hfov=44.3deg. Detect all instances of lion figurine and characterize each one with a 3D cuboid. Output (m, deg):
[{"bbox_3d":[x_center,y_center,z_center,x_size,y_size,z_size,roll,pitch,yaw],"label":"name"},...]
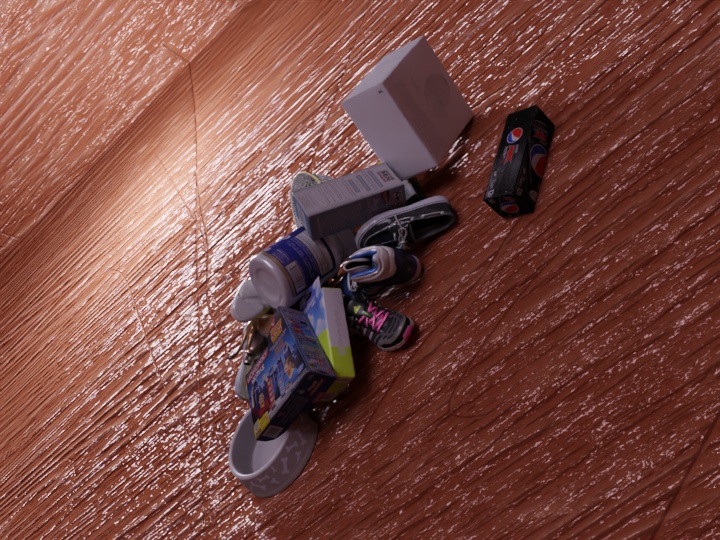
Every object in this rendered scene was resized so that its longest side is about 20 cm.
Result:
[{"bbox_3d":[-0.174,0.113,1.756,0.199,0.073,0.123,-9,60,18],"label":"lion figurine"}]

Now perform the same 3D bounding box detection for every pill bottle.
[{"bbox_3d":[-0.109,-0.021,1.729,0.200,0.120,0.119,-35,21,-31],"label":"pill bottle"}]

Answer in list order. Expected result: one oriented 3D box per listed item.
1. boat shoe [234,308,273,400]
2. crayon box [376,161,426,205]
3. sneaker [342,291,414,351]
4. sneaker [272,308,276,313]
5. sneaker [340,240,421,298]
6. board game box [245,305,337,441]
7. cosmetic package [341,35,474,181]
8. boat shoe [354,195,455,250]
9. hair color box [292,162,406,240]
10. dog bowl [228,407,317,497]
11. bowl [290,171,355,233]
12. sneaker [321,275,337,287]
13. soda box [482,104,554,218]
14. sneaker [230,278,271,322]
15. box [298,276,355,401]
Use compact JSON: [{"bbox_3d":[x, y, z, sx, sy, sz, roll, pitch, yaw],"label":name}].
[{"bbox_3d":[-0.206,0.173,1.821,0.062,0.072,0.201,10,89,50],"label":"boat shoe"},{"bbox_3d":[0.061,-0.155,1.841,0.127,0.051,0.200,-41,34,17],"label":"crayon box"},{"bbox_3d":[0.017,0.088,1.618,0.074,0.087,0.200,-57,32,-9],"label":"sneaker"},{"bbox_3d":[-0.165,0.048,1.908,0.199,0.099,0.078,-27,72,0],"label":"sneaker"},{"bbox_3d":[0.000,0.000,1.661,0.199,0.146,0.081,-16,71,40],"label":"sneaker"},{"bbox_3d":[-0.135,0.176,1.614,0.200,0.061,0.200,-52,35,31],"label":"board game box"},{"bbox_3d":[0.097,-0.321,1.770,0.123,0.200,0.200,-19,25,42],"label":"cosmetic package"},{"bbox_3d":[0.085,-0.074,1.681,0.198,0.074,0.068,-18,38,4],"label":"boat shoe"},{"bbox_3d":[-0.021,-0.135,1.711,0.199,0.061,0.099,-20,39,-12],"label":"hair color box"},{"bbox_3d":[-0.170,0.320,1.658,0.200,0.059,0.201,-33,36,28],"label":"dog bowl"},{"bbox_3d":[-0.063,-0.124,1.895,0.094,0.202,0.200,-18,19,-27],"label":"bowl"},{"bbox_3d":[-0.090,-0.010,1.839,0.077,0.083,0.201,112,152,-67],"label":"sneaker"},{"bbox_3d":[0.285,-0.195,1.577,0.071,0.063,0.201,-12,50,46],"label":"soda box"},{"bbox_3d":[-0.200,0.044,1.800,0.200,0.076,0.105,-50,-1,-33],"label":"sneaker"},{"bbox_3d":[-0.065,0.127,1.632,0.122,0.047,0.201,129,138,-53],"label":"box"}]
